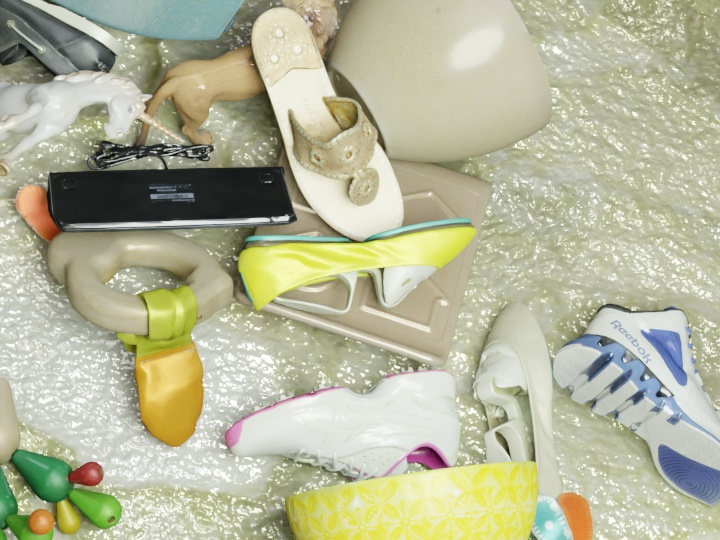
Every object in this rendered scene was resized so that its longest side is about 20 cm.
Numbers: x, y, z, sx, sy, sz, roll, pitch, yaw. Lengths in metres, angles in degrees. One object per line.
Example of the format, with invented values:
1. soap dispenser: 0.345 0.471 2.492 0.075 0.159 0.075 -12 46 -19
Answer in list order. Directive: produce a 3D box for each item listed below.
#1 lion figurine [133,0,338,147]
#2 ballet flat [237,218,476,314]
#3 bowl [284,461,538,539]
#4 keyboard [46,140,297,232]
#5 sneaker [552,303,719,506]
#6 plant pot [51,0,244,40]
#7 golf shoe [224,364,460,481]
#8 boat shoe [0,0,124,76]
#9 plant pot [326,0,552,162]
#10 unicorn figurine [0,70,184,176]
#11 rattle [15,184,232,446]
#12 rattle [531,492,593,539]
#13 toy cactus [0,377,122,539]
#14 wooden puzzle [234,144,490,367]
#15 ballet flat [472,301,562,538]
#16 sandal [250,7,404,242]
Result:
1. lion figurine: -0.107 -0.166 1.391 0.199 0.123 0.073 -33 79 -20
2. ballet flat: 0.000 0.000 1.325 0.198 0.067 0.068 -5 82 -13
3. bowl: 0.046 0.213 1.248 0.198 0.200 0.109 -6 78 -14
4. keyboard: -0.158 -0.069 1.351 0.198 0.021 0.128 -1 38 -13
5. sneaker: 0.264 0.094 1.389 0.199 0.080 0.115 41 51 -7
6. plant pot: -0.161 -0.311 1.384 0.199 0.196 0.197 33 48 -12
7. golf shoe: -0.009 0.137 1.329 0.198 0.075 0.092 -10 76 -14
8. boat shoe: -0.302 -0.211 1.399 0.199 0.072 0.068 29 92 5
9. plant pot: 0.051 -0.169 1.394 0.134 0.200 0.201 -35 80 -11
10. unicorn figurine: -0.266 -0.123 1.335 0.198 0.074 0.137 15 40 26
11. rattle: -0.201 0.027 1.347 0.199 0.144 0.130 22 50 27
12. rattle: 0.177 0.277 1.258 0.129 0.143 0.202 29 77 -23
13. toy cactus: -0.287 0.159 1.260 0.198 0.103 0.167 -7 62 -5
14. wooden puzzle: 0.003 -0.021 1.395 0.183 0.046 0.201 18 57 -2
15. ballet flat: 0.126 0.120 1.359 0.069 0.070 0.202 -4 71 -13
16. sandal: -0.029 -0.114 1.327 0.077 0.070 0.213 -28 95 -3
